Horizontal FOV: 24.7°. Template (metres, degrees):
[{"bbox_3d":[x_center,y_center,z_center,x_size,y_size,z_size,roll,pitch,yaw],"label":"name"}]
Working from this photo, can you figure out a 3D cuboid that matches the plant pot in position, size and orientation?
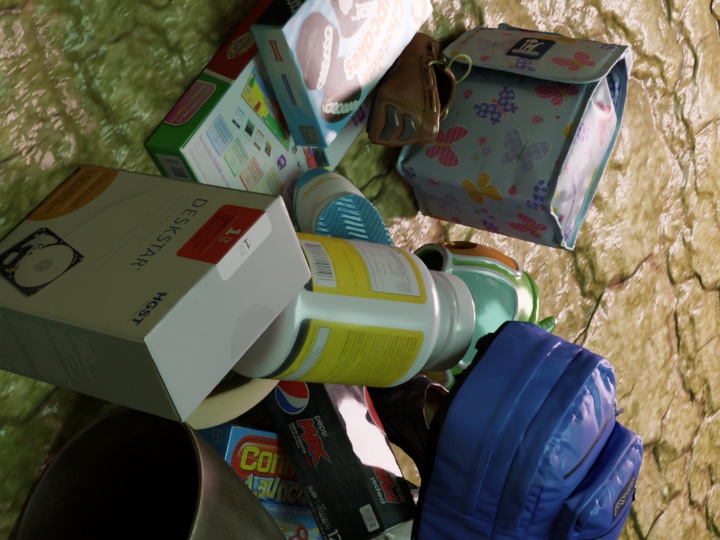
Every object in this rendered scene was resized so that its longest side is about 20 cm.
[{"bbox_3d":[-0.128,0.227,1.243,0.200,0.185,0.189,39,68,-42],"label":"plant pot"}]

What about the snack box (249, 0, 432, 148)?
[{"bbox_3d":[-0.011,-0.209,1.368,0.201,0.037,0.117,-55,138,-37],"label":"snack box"}]

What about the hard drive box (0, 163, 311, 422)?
[{"bbox_3d":[-0.160,0.010,1.155,0.156,0.198,0.077,-49,134,-35],"label":"hard drive box"}]

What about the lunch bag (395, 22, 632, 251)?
[{"bbox_3d":[0.148,-0.143,1.554,0.202,0.168,0.127,-64,152,-20],"label":"lunch bag"}]

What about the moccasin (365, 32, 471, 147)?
[{"bbox_3d":[0.054,-0.161,1.455,0.202,0.077,0.075,-74,177,-70],"label":"moccasin"}]

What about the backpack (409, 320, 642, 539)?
[{"bbox_3d":[0.144,0.148,1.342,0.163,0.166,0.202,-53,155,-42],"label":"backpack"}]

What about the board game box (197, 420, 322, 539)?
[{"bbox_3d":[-0.092,0.235,1.423,0.199,0.055,0.199,17,85,-54],"label":"board game box"}]

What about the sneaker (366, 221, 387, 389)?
[{"bbox_3d":[-0.009,0.045,1.495,0.087,0.074,0.203,-9,113,-71],"label":"sneaker"}]

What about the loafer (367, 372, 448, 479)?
[{"bbox_3d":[0.088,0.165,1.492,0.200,0.072,0.073,43,65,-28],"label":"loafer"}]

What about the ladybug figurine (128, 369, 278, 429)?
[{"bbox_3d":[-0.131,0.053,1.301,0.199,0.071,0.138,-13,100,-45],"label":"ladybug figurine"}]

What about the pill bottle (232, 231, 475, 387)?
[{"bbox_3d":[-0.009,0.033,1.281,0.198,0.111,0.114,8,93,-39],"label":"pill bottle"}]

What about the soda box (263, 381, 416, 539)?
[{"bbox_3d":[-0.026,0.132,1.394,0.071,0.063,0.202,-9,73,-61],"label":"soda box"}]

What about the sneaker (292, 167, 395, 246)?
[{"bbox_3d":[0.000,0.000,1.394,0.076,0.081,0.202,-27,127,-10],"label":"sneaker"}]

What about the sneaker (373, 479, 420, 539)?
[{"bbox_3d":[0.025,0.244,1.526,0.100,0.077,0.200,-60,166,-10],"label":"sneaker"}]

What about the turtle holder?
[{"bbox_3d":[0.079,0.055,1.566,0.185,0.142,0.131,-41,125,14],"label":"turtle holder"}]

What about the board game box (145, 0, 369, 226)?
[{"bbox_3d":[-0.078,-0.117,1.367,0.201,0.040,0.154,-56,137,-29],"label":"board game box"}]
